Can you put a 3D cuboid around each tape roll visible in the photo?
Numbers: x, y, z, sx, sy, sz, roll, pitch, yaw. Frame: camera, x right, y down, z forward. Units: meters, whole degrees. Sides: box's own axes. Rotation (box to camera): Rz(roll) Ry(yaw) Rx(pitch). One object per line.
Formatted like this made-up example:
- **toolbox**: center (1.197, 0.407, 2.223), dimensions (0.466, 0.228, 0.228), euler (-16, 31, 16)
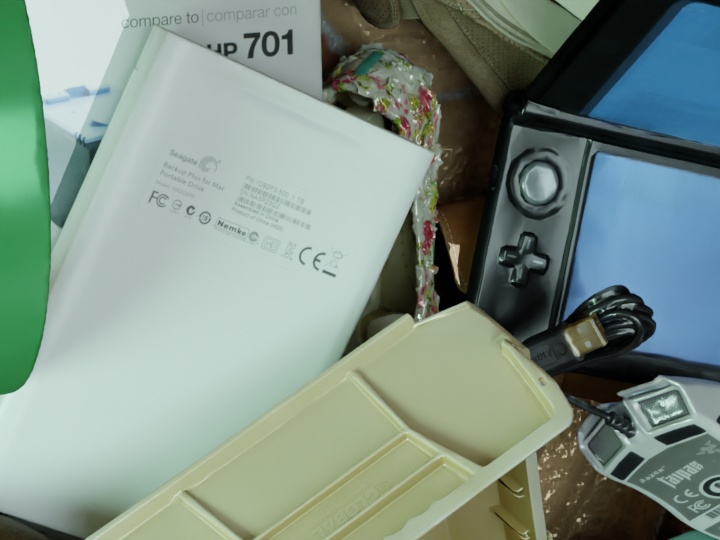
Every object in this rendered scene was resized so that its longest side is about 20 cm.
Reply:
- **tape roll**: center (-0.165, -0.050, 0.828), dimensions (0.048, 0.200, 0.202), euler (-8, 106, -22)

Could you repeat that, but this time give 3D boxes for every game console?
- **game console**: center (0.166, -0.028, 0.965), dimensions (0.199, 0.116, 0.177), euler (11, 92, -19)

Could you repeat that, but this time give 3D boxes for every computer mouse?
- **computer mouse**: center (0.137, 0.069, 0.994), dimensions (0.199, 0.044, 0.109), euler (30, 132, -32)

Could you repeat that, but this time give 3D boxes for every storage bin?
- **storage bin**: center (0.005, 0.146, 0.907), dimensions (0.198, 0.094, 0.201), euler (-34, 140, -20)

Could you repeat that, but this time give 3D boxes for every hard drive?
- **hard drive**: center (-0.066, 0.018, 0.894), dimensions (0.131, 0.026, 0.201), euler (22, 96, -28)

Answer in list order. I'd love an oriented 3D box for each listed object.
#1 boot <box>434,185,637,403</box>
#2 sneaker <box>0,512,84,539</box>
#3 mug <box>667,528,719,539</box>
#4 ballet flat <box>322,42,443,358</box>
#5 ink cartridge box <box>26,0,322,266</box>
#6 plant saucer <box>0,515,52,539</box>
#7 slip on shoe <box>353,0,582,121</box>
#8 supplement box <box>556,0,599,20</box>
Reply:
- **boot**: center (0.108, 0.043, 1.050), dimensions (0.154, 0.074, 0.201), euler (-13, 97, -21)
- **sneaker**: center (-0.107, 0.082, 0.968), dimensions (0.199, 0.080, 0.087), euler (5, 85, -30)
- **mug**: center (0.155, 0.222, 1.056), dimensions (0.184, 0.115, 0.152), euler (-30, 144, -6)
- **ballet flat**: center (0.000, 0.000, 0.984), dimensions (0.075, 0.064, 0.202), euler (0, 99, 21)
- **ink cartridge box**: center (-0.095, -0.058, 0.923), dimensions (0.145, 0.086, 0.201), euler (-8, 108, -22)
- **plant saucer**: center (-0.192, 0.141, 0.901), dimensions (0.199, 0.200, 0.037), euler (13, 53, -26)
- **slip on shoe**: center (0.018, -0.135, 0.968), dimensions (0.199, 0.076, 0.061), euler (32, 104, -32)
- **supplement box**: center (0.095, -0.191, 0.939), dimensions (0.199, 0.074, 0.126), euler (32, 112, -27)
